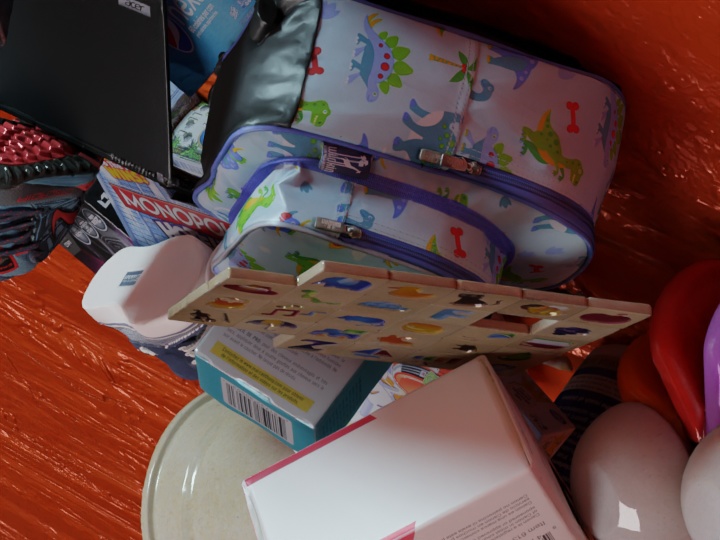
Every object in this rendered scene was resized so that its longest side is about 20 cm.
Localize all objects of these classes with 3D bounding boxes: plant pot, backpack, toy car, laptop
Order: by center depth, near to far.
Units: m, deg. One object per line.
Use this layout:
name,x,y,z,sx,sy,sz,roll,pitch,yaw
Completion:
backpack,0.023,-0.044,1.307,0.199,0.147,0.183,13,165,-10
toy car,0.209,0.065,1.316,0.200,0.175,0.150,4,106,57
laptop,-0.136,-0.115,1.489,0.177,0.104,0.200,25,-177,34
plant pot,-0.027,0.178,1.909,0.183,0.201,0.201,-8,132,48

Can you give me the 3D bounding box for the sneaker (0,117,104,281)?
sneaker,-0.198,-0.036,1.534,0.079,0.096,0.200,20,-177,4

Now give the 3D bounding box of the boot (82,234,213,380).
boot,-0.110,0.030,1.697,0.090,0.073,0.200,38,170,-19

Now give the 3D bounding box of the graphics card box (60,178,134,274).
graphics card box,-0.126,0.006,1.864,0.200,0.051,0.125,42,160,-8

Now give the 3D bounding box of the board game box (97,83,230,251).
board game box,-0.100,-0.056,1.666,0.200,0.062,0.200,19,154,42

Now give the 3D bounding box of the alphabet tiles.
alphabet tiles,0.015,0.024,1.258,0.199,0.008,0.167,8,165,-19

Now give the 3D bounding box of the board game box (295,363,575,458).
board game box,0.015,0.067,1.475,0.200,0.034,0.135,48,122,24

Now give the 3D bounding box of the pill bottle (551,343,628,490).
pill bottle,0.131,0.151,1.526,0.116,0.200,0.116,33,159,14

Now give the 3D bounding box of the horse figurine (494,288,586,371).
horse figurine,0.054,0.058,1.527,0.132,0.050,0.200,7,140,-22

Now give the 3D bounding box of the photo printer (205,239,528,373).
photo printer,0.012,0.050,1.626,0.166,0.070,0.200,-2,143,21

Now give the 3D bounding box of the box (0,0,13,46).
box,-0.245,-0.214,1.263,0.200,0.117,0.197,-104,1,-70

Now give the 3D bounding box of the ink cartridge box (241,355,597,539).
ink cartridge box,0.049,0.157,1.362,0.200,0.145,0.084,56,-172,-47

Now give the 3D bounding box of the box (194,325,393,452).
box,0.000,0.000,1.414,0.082,0.200,0.049,31,157,16

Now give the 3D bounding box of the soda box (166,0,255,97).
soda box,-0.076,-0.161,1.390,0.068,0.064,0.200,40,160,-5
